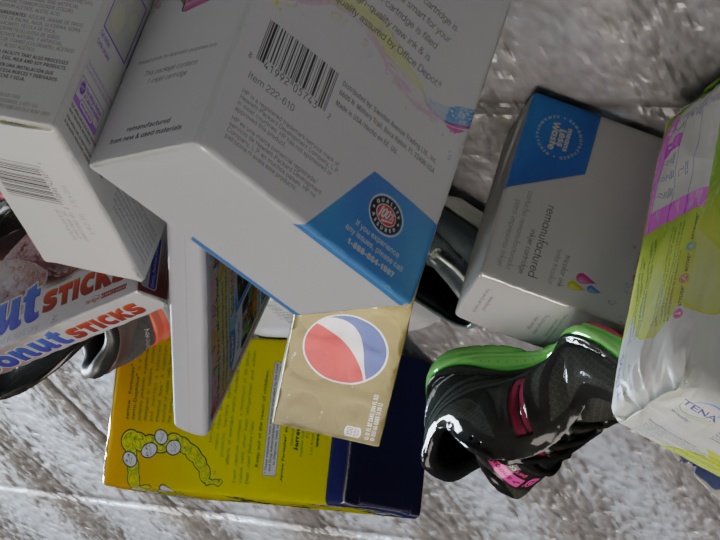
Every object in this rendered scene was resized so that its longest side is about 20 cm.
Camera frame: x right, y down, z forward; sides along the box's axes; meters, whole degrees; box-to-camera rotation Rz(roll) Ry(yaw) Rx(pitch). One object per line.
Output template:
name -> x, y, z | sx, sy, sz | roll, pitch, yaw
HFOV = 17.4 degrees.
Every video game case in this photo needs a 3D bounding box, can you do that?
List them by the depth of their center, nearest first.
video game case -> -0.058, -0.041, 1.224 | 0.024, 0.183, 0.201 | 17, 144, 9

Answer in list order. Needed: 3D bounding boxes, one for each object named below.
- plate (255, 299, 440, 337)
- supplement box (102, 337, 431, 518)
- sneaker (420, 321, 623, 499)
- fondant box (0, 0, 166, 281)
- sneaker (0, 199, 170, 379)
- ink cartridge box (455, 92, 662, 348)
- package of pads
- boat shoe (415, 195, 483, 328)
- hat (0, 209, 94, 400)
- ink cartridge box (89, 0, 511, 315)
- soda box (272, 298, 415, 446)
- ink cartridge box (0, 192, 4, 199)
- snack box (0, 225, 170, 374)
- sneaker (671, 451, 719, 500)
plate -> -0.076, -0.004, 1.497 | 0.200, 0.032, 0.199 | 34, 158, -31
supplement box -> -0.063, 0.107, 1.622 | 0.199, 0.110, 0.109 | 2, 171, 31
sneaker -> 0.102, 0.080, 1.244 | 0.076, 0.084, 0.200 | 28, 157, -25
fondant box -> -0.114, -0.118, 1.122 | 0.058, 0.201, 0.145 | 12, 155, 18
sneaker -> -0.197, -0.018, 1.462 | 0.200, 0.082, 0.077 | 53, 151, -11
ink cartridge box -> 0.164, -0.003, 1.271 | 0.199, 0.117, 0.067 | 19, 156, -3
package of pads -> 0.211, 0.014, 1.174 | 0.154, 0.201, 0.068 | 27, 146, -19
boat shoe -> 0.002, -0.031, 1.384 | 0.199, 0.062, 0.073 | 29, 156, -19
hat -> -0.170, -0.010, 1.342 | 0.081, 0.201, 0.200 | 54, 145, -11
ink cartridge box -> -0.020, -0.101, 1.097 | 0.084, 0.201, 0.144 | -6, 146, 47
soda box -> 0.000, 0.000, 1.340 | 0.067, 0.064, 0.201 | 12, 125, -1
ink cartridge box -> -0.232, -0.103, 1.293 | 0.199, 0.084, 0.145 | 13, -167, 9
snack box -> -0.169, 0.010, 1.239 | 0.199, 0.072, 0.024 | -22, 144, 41
sneaker -> 0.184, 0.025, 1.361 | 0.200, 0.115, 0.081 | 48, -177, 5
